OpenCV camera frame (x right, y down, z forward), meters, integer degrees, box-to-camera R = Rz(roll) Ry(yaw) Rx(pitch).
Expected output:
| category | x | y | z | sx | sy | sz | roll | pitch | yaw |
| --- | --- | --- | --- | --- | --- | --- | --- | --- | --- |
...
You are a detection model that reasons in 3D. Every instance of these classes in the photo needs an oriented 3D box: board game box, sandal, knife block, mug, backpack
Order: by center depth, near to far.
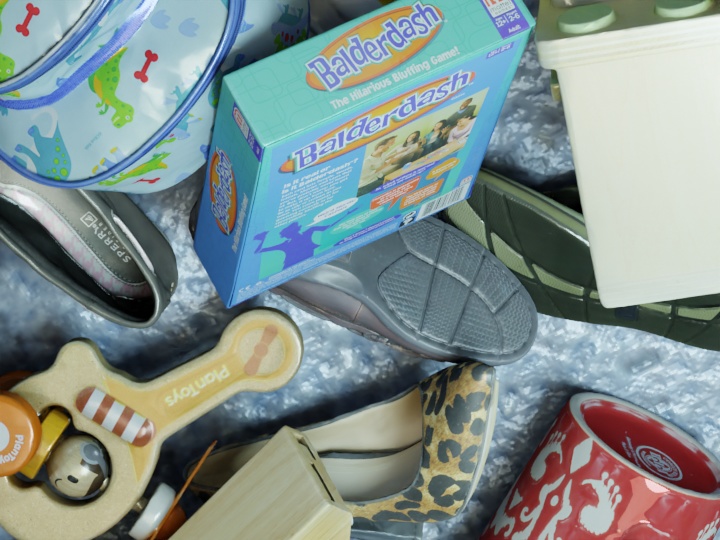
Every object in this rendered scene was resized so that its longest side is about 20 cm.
| category | x | y | z | sx | sy | sz | roll | pitch | yaw |
| --- | --- | --- | --- | --- | --- | --- | --- | --- | --- |
| backpack | -0.141 | -0.141 | 1.405 | 0.183 | 0.147 | 0.200 | -44 | 74 | 16 |
| board game box | -0.003 | -0.065 | 1.442 | 0.152 | 0.200 | 0.045 | -25 | 73 | -18 |
| knife block | -0.098 | 0.192 | 1.557 | 0.175 | 0.064 | 0.200 | -16 | 137 | -20 |
| sandal | 0.140 | -0.010 | 1.572 | 0.201 | 0.057 | 0.080 | 18 | 139 | 5 |
| mug | 0.132 | 0.192 | 1.615 | 0.133 | 0.178 | 0.200 | 10 | 114 | -45 |

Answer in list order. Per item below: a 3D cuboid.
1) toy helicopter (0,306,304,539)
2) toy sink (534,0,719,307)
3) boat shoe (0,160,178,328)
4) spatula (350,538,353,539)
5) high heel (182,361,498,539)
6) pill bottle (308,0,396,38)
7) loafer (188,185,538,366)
| category | x | y | z | sx | sy | sz | roll | pitch | yaw |
| --- | --- | --- | --- | --- | --- | --- | --- | --- | --- |
| toy helicopter | -0.115 | 0.089 | 1.577 | 0.200 | 0.079 | 0.132 | -29 | 94 | 8 |
| toy sink | 0.151 | -0.102 | 1.425 | 0.112 | 0.130 | 0.200 | -8 | 114 | 9 |
| boat shoe | -0.175 | -0.044 | 1.541 | 0.067 | 0.057 | 0.200 | -43 | 110 | 16 |
| spatula | -0.092 | 0.205 | 1.681 | 0.200 | 0.021 | 0.057 | -15 | 122 | 9 |
| high heel | -0.011 | 0.096 | 1.574 | 0.142 | 0.071 | 0.200 | 12 | 146 | -13 |
| pill bottle | 0.035 | -0.181 | 1.458 | 0.200 | 0.112 | 0.112 | -41 | 111 | 15 |
| loafer | 0.000 | 0.000 | 1.570 | 0.200 | 0.063 | 0.072 | 23 | 70 | -9 |
